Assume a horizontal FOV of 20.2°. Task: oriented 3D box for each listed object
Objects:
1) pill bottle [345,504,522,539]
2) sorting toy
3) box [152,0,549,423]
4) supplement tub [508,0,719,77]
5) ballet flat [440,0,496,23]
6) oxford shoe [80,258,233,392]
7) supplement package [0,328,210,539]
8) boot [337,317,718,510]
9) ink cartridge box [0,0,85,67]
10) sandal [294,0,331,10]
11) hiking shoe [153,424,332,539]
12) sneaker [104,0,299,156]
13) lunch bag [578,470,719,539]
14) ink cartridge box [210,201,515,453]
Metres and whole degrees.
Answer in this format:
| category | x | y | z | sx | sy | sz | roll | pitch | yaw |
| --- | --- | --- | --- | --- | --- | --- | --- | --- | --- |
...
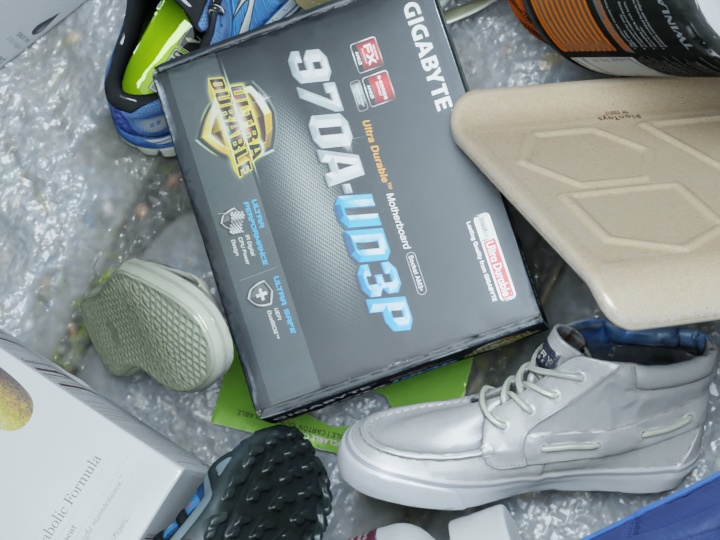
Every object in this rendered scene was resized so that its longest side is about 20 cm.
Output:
| category | x | y | z | sx | sy | sz | roll | pitch | yaw |
| --- | --- | --- | --- | --- | --- | --- | --- | --- | --- |
| pill bottle | -0.002 | 0.200 | 1.074 | 0.199 | 0.110 | 0.110 | -20 | 79 | 6 |
| sorting toy | 0.160 | -0.035 | 0.989 | 0.184 | 0.200 | 0.037 | -7 | 124 | -19 |
| box | -0.006 | -0.038 | 1.066 | 0.158 | 0.046 | 0.201 | -19 | 79 | 6 |
| supplement tub | 0.156 | -0.157 | 1.003 | 0.122 | 0.200 | 0.123 | -3 | 97 | -23 |
| ballet flat | 0.077 | -0.195 | 1.149 | 0.200 | 0.067 | 0.064 | -39 | 109 | -7 |
| oxford shoe | -0.101 | 0.024 | 1.086 | 0.058 | 0.200 | 0.075 | -23 | 96 | -19 |
| supplement package | -0.194 | 0.107 | 1.120 | 0.200 | 0.110 | 0.114 | 31 | 87 | 13 |
| boot | 0.089 | 0.066 | 1.060 | 0.199 | 0.096 | 0.074 | -3 | 36 | -13 |
| ink cartridge box | -0.194 | -0.206 | 1.149 | 0.200 | 0.146 | 0.084 | -38 | 77 | 3 |
| sandal | 0.020 | -0.240 | 1.167 | 0.212 | 0.078 | 0.070 | -45 | 57 | -5 |
| hiking shoe | -0.088 | 0.147 | 1.036 | 0.086 | 0.200 | 0.075 | -16 | 111 | 36 |
| sneaker | -0.082 | -0.161 | 1.153 | 0.078 | 0.089 | 0.200 | 27 | 85 | 12 |
| lunch bag | 0.168 | 0.179 | 0.950 | 0.200 | 0.133 | 0.136 | -30 | 117 | 27 |
| ink cartridge box | 0.000 | 0.000 | 1.121 | 0.147 | 0.076 | 0.201 | 12 | 82 | 11 |
